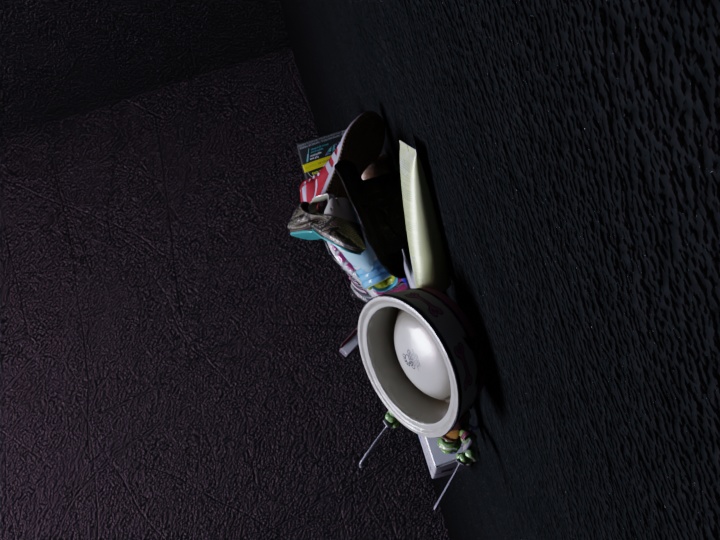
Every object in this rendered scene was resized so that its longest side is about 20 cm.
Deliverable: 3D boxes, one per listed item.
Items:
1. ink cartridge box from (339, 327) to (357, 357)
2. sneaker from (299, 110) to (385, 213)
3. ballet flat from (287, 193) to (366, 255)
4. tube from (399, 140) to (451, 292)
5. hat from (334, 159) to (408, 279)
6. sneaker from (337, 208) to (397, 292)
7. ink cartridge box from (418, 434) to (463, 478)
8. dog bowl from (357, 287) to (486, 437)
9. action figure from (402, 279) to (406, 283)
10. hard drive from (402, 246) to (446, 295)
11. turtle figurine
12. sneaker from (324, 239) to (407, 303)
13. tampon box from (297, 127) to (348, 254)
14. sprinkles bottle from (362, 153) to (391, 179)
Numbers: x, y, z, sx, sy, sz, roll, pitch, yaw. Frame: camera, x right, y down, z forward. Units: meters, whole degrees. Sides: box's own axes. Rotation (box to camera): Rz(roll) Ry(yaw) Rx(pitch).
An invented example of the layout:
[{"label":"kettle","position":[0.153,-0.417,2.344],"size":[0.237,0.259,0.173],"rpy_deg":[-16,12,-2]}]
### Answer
[{"label":"ink cartridge box","position":[-0.002,0.257,3.211],"size":[0.045,0.200,0.176],"rpy_deg":[42,168,6]},{"label":"sneaker","position":[-0.034,-0.166,1.296],"size":[0.071,0.203,0.112],"rpy_deg":[33,161,-23]},{"label":"ballet flat","position":[-0.048,-0.075,1.153],"size":[0.199,0.067,0.077],"rpy_deg":[18,93,60]},{"label":"tube","position":[0.082,-0.069,1.056],"size":[0.052,0.057,0.204],"rpy_deg":[-34,-62,-46]},{"label":"hat","position":[0.044,-0.092,1.165],"size":[0.202,0.080,0.202],"rpy_deg":[55,-164,-24]},{"label":"sneaker","position":[0.014,-0.038,1.278],"size":[0.132,0.079,0.201],"rpy_deg":[57,-162,-17]},{"label":"ink cartridge box","position":[0.151,0.296,1.479],"size":[0.200,0.084,0.149],"rpy_deg":[76,176,-70]},{"label":"dog bowl","position":[0.085,0.114,1.057],"size":[0.199,0.073,0.203],"rpy_deg":[34,136,40]},{"label":"action figure","position":[0.052,-0.011,1.509],"size":[0.066,0.097,0.202],"rpy_deg":[-113,8,-48]},{"label":"hard drive","position":[0.111,0.053,1.279],"size":[0.201,0.037,0.141],"rpy_deg":[-112,5,-52]},{"label":"turtle figurine","position":[0.107,0.230,1.181],"size":[0.144,0.197,0.197],"rpy_deg":[43,146,51]},{"label":"sneaker","position":[0.000,0.000,1.360],"size":[0.200,0.074,0.087],"rpy_deg":[48,153,1]},{"label":"tampon box","position":[-0.025,-0.157,1.551],"size":[0.126,0.147,0.203],"rpy_deg":[84,168,-80]},{"label":"sprinkles bottle","position":[0.044,-0.097,1.382],"size":[0.068,0.067,0.204],"rpy_deg":[-121,15,-79]}]
